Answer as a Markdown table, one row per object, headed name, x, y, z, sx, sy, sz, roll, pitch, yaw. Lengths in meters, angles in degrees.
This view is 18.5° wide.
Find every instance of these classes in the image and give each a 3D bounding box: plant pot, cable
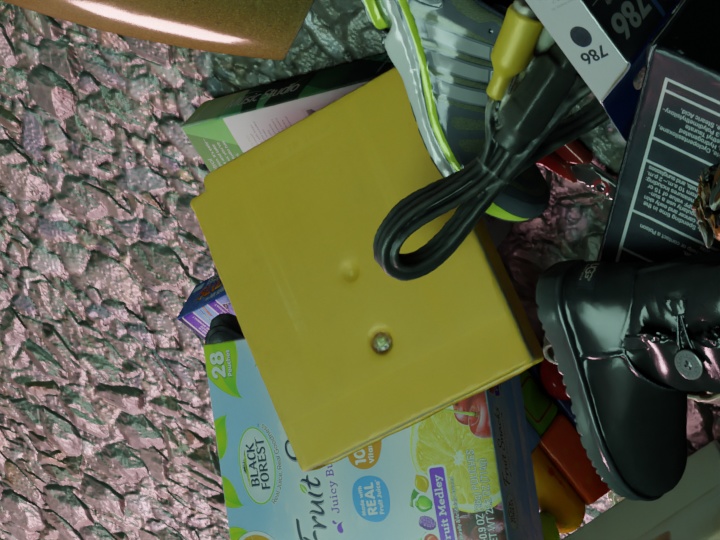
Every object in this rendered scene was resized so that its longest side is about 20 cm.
| name | x | y | z | sx | sy | sz | roll | pitch | yaw |
| --- | --- | --- | --- | --- | --- | --- | --- | --- | --- |
| plant pot | -0.115 | -0.210 | 1.316 | 0.199 | 0.187 | 0.187 | 27 | 142 | -6 |
| cable | 0.083 | -0.078 | 1.288 | 0.200 | 0.097 | 0.050 | -53 | 44 | 19 |

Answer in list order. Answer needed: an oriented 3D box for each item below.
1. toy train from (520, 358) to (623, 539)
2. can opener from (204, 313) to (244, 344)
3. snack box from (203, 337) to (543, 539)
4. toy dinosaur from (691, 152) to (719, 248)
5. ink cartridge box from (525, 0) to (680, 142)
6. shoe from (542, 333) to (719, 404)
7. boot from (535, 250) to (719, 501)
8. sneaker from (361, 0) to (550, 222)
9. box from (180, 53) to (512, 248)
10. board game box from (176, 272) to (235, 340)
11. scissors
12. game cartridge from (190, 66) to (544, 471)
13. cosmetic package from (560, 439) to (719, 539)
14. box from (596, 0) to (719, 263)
| name | x | y | z | sx | sy | sz | roll | pitch | yaw |
| --- | --- | --- | --- | --- | --- | --- | --- | --- | --- |
| toy train | 0.139 | 0.159 | 1.499 | 0.200 | 0.116 | 0.085 | 51 | 141 | -14 |
| can opener | -0.021 | 0.091 | 1.531 | 0.200 | 0.079 | 0.063 | 31 | -174 | 0 |
| snack box | 0.007 | 0.115 | 1.426 | 0.199 | 0.068 | 0.169 | -10 | 87 | 27 |
| toy dinosaur | 0.232 | -0.002 | 1.056 | 0.200 | 0.102 | 0.136 | 42 | 128 | 28 |
| ink cartridge box | 0.121 | -0.177 | 1.196 | 0.039 | 0.100 | 0.200 | -20 | 114 | 46 |
| shoe | 0.208 | 0.060 | 1.395 | 0.199 | 0.053 | 0.070 | 16 | 137 | 27 |
| boot | 0.210 | 0.059 | 1.195 | 0.199 | 0.066 | 0.165 | -5 | 127 | 36 |
| sneaker | 0.069 | -0.120 | 1.309 | 0.081 | 0.074 | 0.201 | -19 | 110 | 26 |
| box | -0.012 | -0.064 | 1.471 | 0.199 | 0.036 | 0.145 | -10 | 121 | 43 |
| board game box | -0.017 | 0.065 | 1.566 | 0.200 | 0.035 | 0.135 | 40 | 146 | -18 |
| scissors | 0.138 | -0.058 | 1.372 | 0.200 | 0.014 | 0.073 | 42 | 140 | -5 |
| game cartridge | 0.000 | 0.000 | 1.370 | 0.176 | 0.032 | 0.201 | -27 | 79 | 25 |
| cosmetic package | 0.167 | 0.209 | 1.336 | 0.200 | 0.087 | 0.103 | -36 | 114 | 13 |
| box | 0.249 | -0.045 | 1.202 | 0.199 | 0.123 | 0.199 | 26 | 139 | 15 |
